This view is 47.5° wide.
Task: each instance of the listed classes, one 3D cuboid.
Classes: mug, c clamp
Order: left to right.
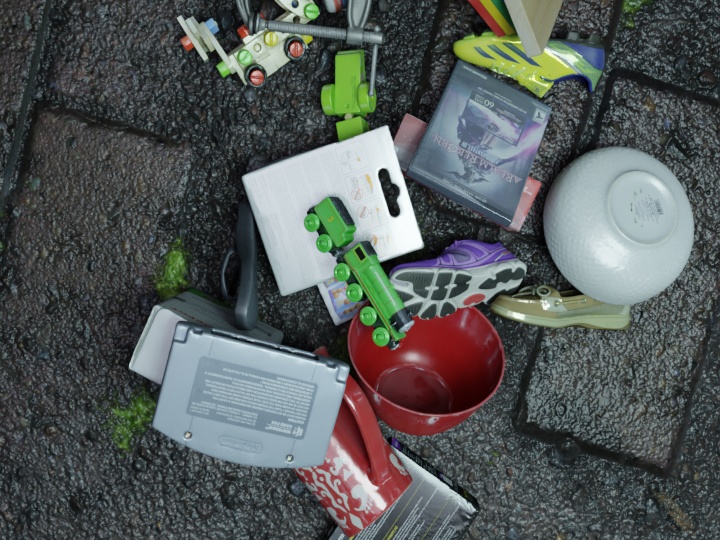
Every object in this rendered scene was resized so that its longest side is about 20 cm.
[{"bbox_3d":[-0.062,-0.313,0.980,0.195,0.027,0.175,11,113,-2],"label":"c clamp"},{"bbox_3d":[-0.035,0.213,1.001,0.133,0.178,0.201,-37,84,-8],"label":"mug"}]

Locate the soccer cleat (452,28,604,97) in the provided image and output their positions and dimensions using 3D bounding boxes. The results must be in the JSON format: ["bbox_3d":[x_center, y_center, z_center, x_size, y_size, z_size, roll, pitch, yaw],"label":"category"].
[{"bbox_3d":[0.216,-0.267,1.055,0.195,0.065,0.086,4,106,3],"label":"soccer cleat"}]

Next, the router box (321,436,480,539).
[{"bbox_3d":[0.046,0.352,1.096,0.148,0.051,0.202,35,93,0],"label":"router box"}]

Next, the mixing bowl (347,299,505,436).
[{"bbox_3d":[0.075,0.131,1.033,0.195,0.203,0.110,10,134,0],"label":"mixing bowl"}]

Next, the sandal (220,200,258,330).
[{"bbox_3d":[-0.152,-0.003,1.024,0.042,0.203,0.077,-4,134,-4],"label":"sandal"}]

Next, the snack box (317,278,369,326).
[{"bbox_3d":[-0.043,-0.034,1.088,0.071,0.024,0.204,-24,93,3],"label":"snack box"}]

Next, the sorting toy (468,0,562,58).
[{"bbox_3d":[0.170,-0.382,0.975,0.068,0.202,0.201,-10,125,33],"label":"sorting toy"}]

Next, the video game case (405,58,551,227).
[{"bbox_3d":[0.153,-0.165,1.028,0.141,0.019,0.203,26,58,-1],"label":"video game case"}]

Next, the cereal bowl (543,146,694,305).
[{"bbox_3d":[0.332,-0.065,1.023,0.195,0.083,0.205,3,75,-9],"label":"cereal bowl"}]

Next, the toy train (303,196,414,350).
[{"bbox_3d":[0.000,0.000,0.984,0.056,0.042,0.202,-36,79,22],"label":"toy train"}]

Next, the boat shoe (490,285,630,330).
[{"bbox_3d":[0.260,0.039,1.055,0.196,0.073,0.065,4,94,-13],"label":"boat shoe"}]

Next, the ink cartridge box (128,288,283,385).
[{"bbox_3d":[-0.183,0.097,1.009,0.144,0.200,0.085,27,94,-1],"label":"ink cartridge box"}]

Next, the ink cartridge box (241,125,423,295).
[{"bbox_3d":[-0.035,-0.077,1.044,0.196,0.050,0.166,-18,98,2],"label":"ink cartridge box"}]

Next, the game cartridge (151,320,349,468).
[{"bbox_3d":[-0.121,0.143,0.898,0.196,0.040,0.136,16,94,-12],"label":"game cartridge"}]

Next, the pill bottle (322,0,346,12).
[{"bbox_3d":[0.029,-0.415,1.023,0.196,0.112,0.114,-24,93,2],"label":"pill bottle"}]

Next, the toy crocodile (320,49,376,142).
[{"bbox_3d":[-0.009,-0.184,1.065,0.066,0.062,0.206,-5,88,17],"label":"toy crocodile"}]

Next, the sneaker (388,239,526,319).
[{"bbox_3d":[0.115,0.004,1.042,0.196,0.084,0.082,-6,134,-30],"label":"sneaker"}]

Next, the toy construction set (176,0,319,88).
[{"bbox_3d":[-0.135,-0.316,1.040,0.197,0.093,0.132,-28,118,10],"label":"toy construction set"}]

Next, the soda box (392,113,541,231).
[{"bbox_3d":[0.130,-0.126,1.062,0.197,0.063,0.071,27,92,-2],"label":"soda box"}]
